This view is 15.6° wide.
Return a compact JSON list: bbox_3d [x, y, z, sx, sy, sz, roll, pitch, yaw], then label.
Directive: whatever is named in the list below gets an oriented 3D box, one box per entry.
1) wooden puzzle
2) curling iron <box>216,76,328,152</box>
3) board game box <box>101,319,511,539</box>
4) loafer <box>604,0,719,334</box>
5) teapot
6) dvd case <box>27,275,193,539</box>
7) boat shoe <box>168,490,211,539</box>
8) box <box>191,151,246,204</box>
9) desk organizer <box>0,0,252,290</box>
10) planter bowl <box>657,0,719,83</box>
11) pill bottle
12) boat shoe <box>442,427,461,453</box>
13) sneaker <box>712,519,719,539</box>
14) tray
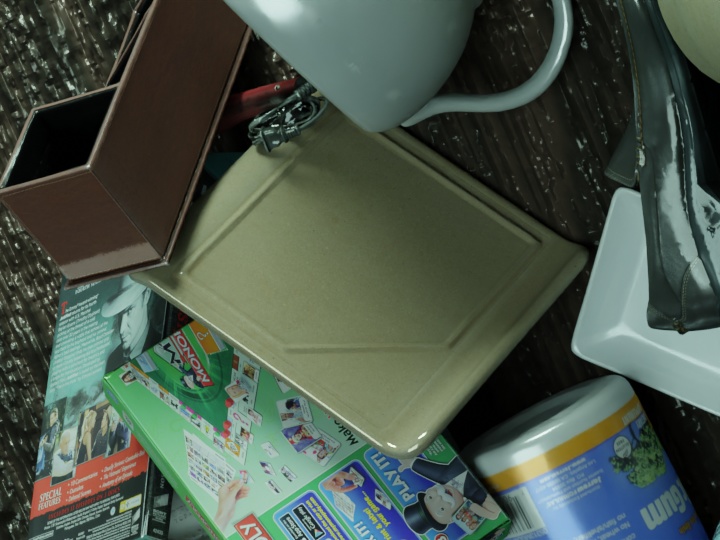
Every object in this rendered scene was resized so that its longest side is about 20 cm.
[{"bbox_3d":[0.000,0.000,1.464,0.200,0.185,0.037,32,144,17],"label":"wooden puzzle"},{"bbox_3d":[-0.093,-0.086,1.534,0.200,0.050,0.026,-4,123,49],"label":"curling iron"},{"bbox_3d":[-0.031,0.102,1.441,0.200,0.134,0.029,51,163,20],"label":"board game box"},{"bbox_3d":[0.162,-0.063,1.401,0.072,0.073,0.200,-16,85,25],"label":"loafer"},{"bbox_3d":[-0.001,-0.179,1.413,0.146,0.200,0.197,-45,63,4],"label":"teapot"},{"bbox_3d":[-0.145,0.076,1.539,0.146,0.022,0.200,-26,54,51],"label":"dvd case"},{"bbox_3d":[-0.063,0.117,1.512,0.200,0.060,0.074,-24,95,23],"label":"boat shoe"},{"bbox_3d":[-0.088,0.035,1.572,0.082,0.049,0.200,43,125,40],"label":"box"},{"bbox_3d":[-0.130,-0.093,1.473,0.072,0.200,0.077,-13,131,30],"label":"desk organizer"},{"bbox_3d":[0.229,-0.157,1.293,0.135,0.200,0.201,-10,103,57],"label":"planter bowl"},{"bbox_3d":[0.144,0.170,1.476,0.112,0.112,0.200,-25,95,31],"label":"pill bottle"},{"bbox_3d":[0.023,0.077,1.551,0.062,0.073,0.200,-21,89,-12],"label":"boat shoe"},{"bbox_3d":[0.254,0.213,1.448,0.078,0.086,0.200,-37,88,32],"label":"sneaker"},{"bbox_3d":[0.220,0.034,1.444,0.200,0.022,0.108,23,115,19],"label":"tray"}]
